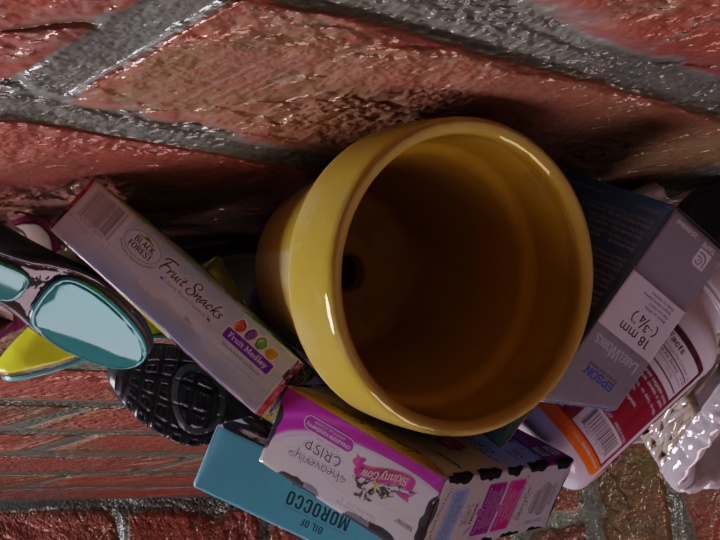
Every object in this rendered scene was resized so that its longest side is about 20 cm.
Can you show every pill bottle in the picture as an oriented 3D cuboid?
[{"bbox_3d":[0.201,0.066,1.164,0.200,0.113,0.113,-41,171,-10],"label":"pill bottle"}]

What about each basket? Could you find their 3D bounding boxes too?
[{"bbox_3d":[0.341,0.069,1.313,0.200,0.161,0.199,2,128,-38],"label":"basket"}]

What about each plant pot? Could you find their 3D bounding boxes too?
[{"bbox_3d":[0.025,0.002,1.016,0.200,0.202,0.189,1,-179,-28],"label":"plant pot"}]

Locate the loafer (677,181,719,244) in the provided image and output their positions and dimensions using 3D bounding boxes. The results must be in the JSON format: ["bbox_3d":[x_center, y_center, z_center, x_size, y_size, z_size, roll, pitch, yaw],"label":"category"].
[{"bbox_3d":[0.339,-0.037,1.225,0.199,0.072,0.063,-5,171,-19],"label":"loafer"}]

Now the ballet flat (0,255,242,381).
[{"bbox_3d":[-0.193,0.031,1.175,0.199,0.067,0.067,-13,-165,-11],"label":"ballet flat"}]

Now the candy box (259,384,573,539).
[{"bbox_3d":[0.044,0.131,1.039,0.136,0.061,0.200,27,-168,29],"label":"candy box"}]

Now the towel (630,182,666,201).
[{"bbox_3d":[0.157,0.005,1.230,0.200,0.048,0.171,-29,166,-5],"label":"towel"}]

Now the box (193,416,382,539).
[{"bbox_3d":[-0.012,0.168,1.068,0.199,0.049,0.082,23,-176,12],"label":"box"}]

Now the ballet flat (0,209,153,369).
[{"bbox_3d":[-0.231,0.002,1.061,0.200,0.073,0.073,29,149,-31],"label":"ballet flat"}]

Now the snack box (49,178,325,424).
[{"bbox_3d":[-0.116,0.029,1.068,0.053,0.200,0.142,-49,165,-2],"label":"snack box"}]

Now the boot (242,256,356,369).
[{"bbox_3d":[0.000,0.000,1.182,0.146,0.200,0.070,24,142,14],"label":"boot"}]

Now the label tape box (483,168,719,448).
[{"bbox_3d":[0.145,0.036,1.067,0.063,0.200,0.144,37,178,-27],"label":"label tape box"}]

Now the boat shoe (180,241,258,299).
[{"bbox_3d":[-0.134,0.002,1.240,0.199,0.057,0.067,-6,128,-14],"label":"boat shoe"}]

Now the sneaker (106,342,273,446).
[{"bbox_3d":[-0.117,0.098,1.193,0.200,0.076,0.091,19,-178,-34],"label":"sneaker"}]

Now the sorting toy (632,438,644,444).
[{"bbox_3d":[0.197,0.099,1.395,0.200,0.180,0.107,-25,174,-46],"label":"sorting toy"}]

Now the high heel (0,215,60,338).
[{"bbox_3d":[-0.266,-0.007,1.182,0.067,0.096,0.200,40,138,-9],"label":"high heel"}]
